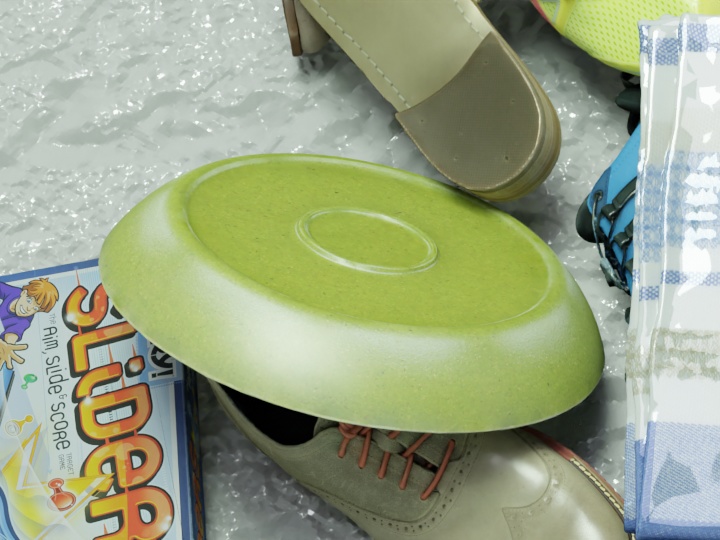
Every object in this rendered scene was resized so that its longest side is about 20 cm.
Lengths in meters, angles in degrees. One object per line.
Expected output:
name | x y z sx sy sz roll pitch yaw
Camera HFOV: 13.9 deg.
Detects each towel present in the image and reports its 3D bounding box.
towel | 0.169 0.004 1.065 0.146 0.024 0.201 2 77 7

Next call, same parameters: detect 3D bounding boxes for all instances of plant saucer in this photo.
plant saucer | 0.000 0.000 1.129 0.199 0.031 0.200 10 24 -5

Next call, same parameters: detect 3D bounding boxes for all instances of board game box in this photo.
board game box | -0.129 0.090 1.161 0.135 0.035 0.201 -11 53 5

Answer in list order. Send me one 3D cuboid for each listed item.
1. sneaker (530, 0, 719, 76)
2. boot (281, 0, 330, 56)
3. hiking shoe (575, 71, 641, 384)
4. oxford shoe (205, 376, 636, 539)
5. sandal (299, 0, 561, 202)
sneaker | 0.068 -0.152 1.181 0.200 0.090 0.078 48 110 13
boot | 0.028 -0.190 1.312 0.145 0.070 0.201 -4 64 -4
hiking shoe | 0.125 0.000 1.156 0.086 0.075 0.200 0 45 23
oxford shoe | 0.015 0.074 1.106 0.200 0.075 0.071 25 87 31
sandal | 0.028 -0.109 1.232 0.078 0.070 0.212 -37 62 14
